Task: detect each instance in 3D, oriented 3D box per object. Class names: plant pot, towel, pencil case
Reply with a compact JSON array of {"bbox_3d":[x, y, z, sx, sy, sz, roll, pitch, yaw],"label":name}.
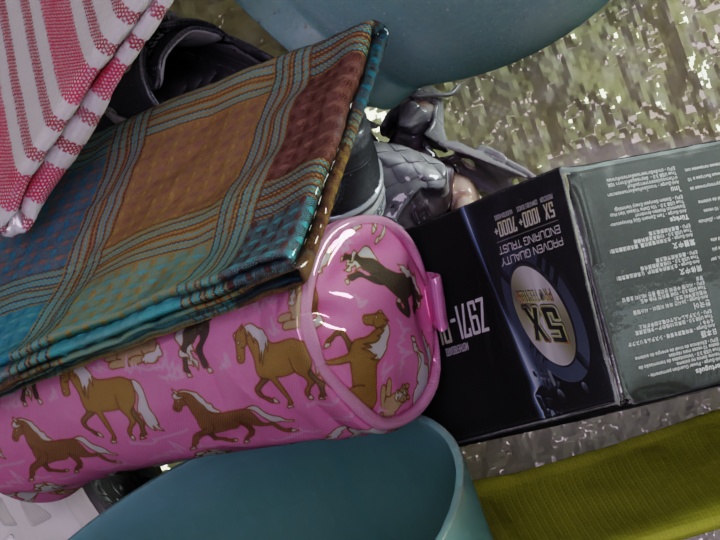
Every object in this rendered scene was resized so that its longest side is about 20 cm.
[{"bbox_3d":[0.012,-0.153,0.998,0.200,0.200,0.134,45,106,9],"label":"plant pot"},{"bbox_3d":[0.143,0.072,0.927,0.198,0.086,0.018,-17,108,-5],"label":"towel"},{"bbox_3d":[-0.087,-0.019,0.914,0.199,0.147,0.022,-20,124,30],"label":"towel"},{"bbox_3d":[-0.096,-0.124,0.946,0.030,0.147,0.200,22,119,-28],"label":"towel"},{"bbox_3d":[-0.019,0.173,0.890,0.199,0.201,0.162,-27,111,3],"label":"plant pot"},{"bbox_3d":[-0.062,0.036,0.914,0.199,0.083,0.087,-14,38,38],"label":"pencil case"}]

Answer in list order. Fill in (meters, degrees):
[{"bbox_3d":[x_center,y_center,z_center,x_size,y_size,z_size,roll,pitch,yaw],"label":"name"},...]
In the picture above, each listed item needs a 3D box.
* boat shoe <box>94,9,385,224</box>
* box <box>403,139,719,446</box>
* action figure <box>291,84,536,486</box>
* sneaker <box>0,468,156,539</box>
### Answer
[{"bbox_3d":[-0.078,-0.076,1.008,0.199,0.068,0.072,28,57,26],"label":"boat shoe"},{"bbox_3d":[0.122,0.004,0.931,0.199,0.163,0.087,-11,85,-31],"label":"box"},{"bbox_3d":[0.000,0.000,1.024,0.129,0.069,0.201,11,69,25],"label":"action figure"},{"bbox_3d":[-0.156,0.103,1.044,0.115,0.076,0.201,-42,67,9],"label":"sneaker"}]
